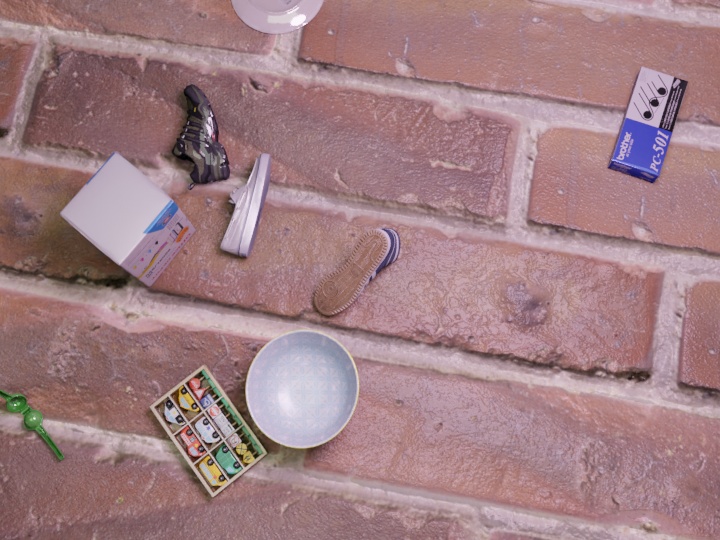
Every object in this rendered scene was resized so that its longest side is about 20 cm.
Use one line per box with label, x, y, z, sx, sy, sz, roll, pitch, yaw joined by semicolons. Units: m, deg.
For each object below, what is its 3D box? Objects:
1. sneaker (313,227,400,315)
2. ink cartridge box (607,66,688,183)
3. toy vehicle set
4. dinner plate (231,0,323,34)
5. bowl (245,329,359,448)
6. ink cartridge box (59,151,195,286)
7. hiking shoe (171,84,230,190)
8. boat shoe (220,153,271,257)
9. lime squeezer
sneaker;0.000;0.000;1.568;0.070;0.108;0.200;44;113;8
ink cartridge box;0.546;-0.277;1.613;0.093;0.044;0.203;19;79;8
toy vehicle set;-0.272;0.287;1.528;0.124;0.027;0.201;-38;79;-6
dinner plate;-0.168;-0.576;1.720;0.197;0.024;0.204;0;78;2
bowl;-0.097;0.212;1.497;0.197;0.108;0.204;-1;77;3
ink cartridge box;-0.410;-0.085;1.529;0.144;0.200;0.148;38;81;8
hiking shoe;-0.320;-0.259;1.627;0.099;0.076;0.203;-18;78;-5
boat shoe;-0.216;-0.129;1.596;0.064;0.074;0.203;13;77;1
lime squeezer;-0.601;0.258;1.531;0.038;0.070;0.201;-46;110;-24
